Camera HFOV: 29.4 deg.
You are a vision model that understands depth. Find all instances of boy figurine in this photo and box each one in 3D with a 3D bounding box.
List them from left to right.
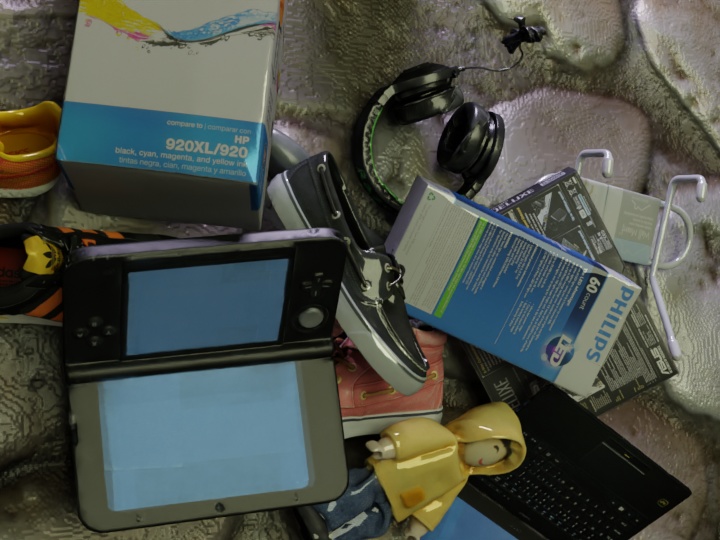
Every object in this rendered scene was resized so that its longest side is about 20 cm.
[{"bbox_3d":[0.044,0.172,1.104,0.198,0.064,0.125,-25,128,-14],"label":"boy figurine"}]

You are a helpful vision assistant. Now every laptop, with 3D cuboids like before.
[{"bbox_3d":[0.156,0.228,1.166,0.177,0.200,0.104,37,29,-20],"label":"laptop"}]

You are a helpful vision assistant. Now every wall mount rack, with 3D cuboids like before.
[{"bbox_3d":[0.247,-0.015,1.278,0.198,0.074,0.176,11,90,-27],"label":"wall mount rack"}]

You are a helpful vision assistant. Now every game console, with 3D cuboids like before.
[{"bbox_3d":[-0.102,0.075,0.957,0.198,0.177,0.117,-5,47,-16],"label":"game console"}]

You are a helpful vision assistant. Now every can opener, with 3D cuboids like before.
[{"bbox_3d":[-0.025,-0.034,1.134,0.200,0.066,0.053,41,63,-23],"label":"can opener"}]

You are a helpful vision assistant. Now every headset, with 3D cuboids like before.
[{"bbox_3d":[0.083,-0.135,1.192,0.123,0.094,0.200,44,75,-17],"label":"headset"}]

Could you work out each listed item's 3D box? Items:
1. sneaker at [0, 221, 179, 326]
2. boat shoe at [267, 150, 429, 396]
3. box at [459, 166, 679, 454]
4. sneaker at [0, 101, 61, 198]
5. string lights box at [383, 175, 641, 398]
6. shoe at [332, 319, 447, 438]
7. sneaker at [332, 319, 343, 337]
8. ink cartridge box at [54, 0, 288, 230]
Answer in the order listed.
[{"bbox_3d":[-0.204,0.002,0.969,0.198,0.090,0.071,0,77,-3],"label":"sneaker"},{"bbox_3d":[0.000,0.000,1.048,0.201,0.056,0.069,58,15,10],"label":"boat shoe"},{"bbox_3d":[0.161,0.036,1.190,0.157,0.050,0.201,-29,97,4],"label":"box"},{"bbox_3d":[-0.297,-0.079,0.967,0.199,0.077,0.073,-24,66,-35],"label":"sneaker"},{"bbox_3d":[0.116,0.013,1.118,0.198,0.059,0.104,25,98,-11],"label":"string lights box"},{"bbox_3d":[-0.014,0.083,1.102,0.198,0.071,0.092,1,99,-35],"label":"shoe"},{"bbox_3d":[-0.103,0.070,1.057,0.198,0.075,0.106,1,79,-19],"label":"sneaker"},{"bbox_3d":[-0.132,-0.149,1.015,0.143,0.147,0.202,6,78,-2],"label":"ink cartridge box"}]
